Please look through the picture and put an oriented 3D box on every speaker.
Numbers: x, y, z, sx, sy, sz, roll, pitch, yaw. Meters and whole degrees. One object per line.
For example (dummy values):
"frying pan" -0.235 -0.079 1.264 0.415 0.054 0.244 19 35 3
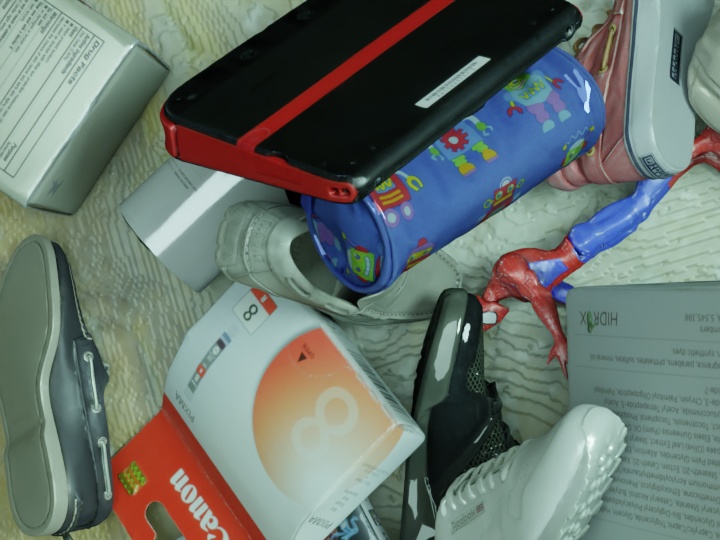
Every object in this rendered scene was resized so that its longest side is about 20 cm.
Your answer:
"speaker" -0.062 -0.080 1.019 0.200 0.081 0.081 -43 85 3

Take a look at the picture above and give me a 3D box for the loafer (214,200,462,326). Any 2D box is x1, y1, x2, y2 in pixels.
"loafer" 0.000 0.000 0.960 0.070 0.199 0.070 10 91 44

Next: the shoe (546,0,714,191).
"shoe" 0.167 -0.145 1.002 0.091 0.071 0.201 -10 60 40

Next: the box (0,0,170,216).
"box" -0.246 -0.144 1.025 0.200 0.109 0.128 35 92 5

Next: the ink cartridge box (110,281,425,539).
"ink cartridge box" -0.079 0.113 0.993 0.200 0.050 0.162 -44 57 5

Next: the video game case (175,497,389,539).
"video game case" -0.054 0.239 1.003 0.200 0.023 0.182 -33 75 16

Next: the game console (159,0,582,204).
"game console" 0.002 -0.109 0.882 0.176 0.031 0.200 21 50 40

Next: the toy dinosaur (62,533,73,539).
"toy dinosaur" -0.136 0.252 0.996 0.200 0.047 0.089 33 116 39

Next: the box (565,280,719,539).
"box" 0.249 0.091 0.891 0.198 0.200 0.172 -1 91 -23

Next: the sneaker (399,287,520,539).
"sneaker" 0.085 0.110 0.996 0.114 0.076 0.201 3 99 1

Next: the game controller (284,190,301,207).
"game controller" 0.039 -0.098 0.984 0.200 0.104 0.042 -40 55 1

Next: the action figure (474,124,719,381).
"action figure" 0.163 0.000 1.001 0.199 0.065 0.099 -30 77 4

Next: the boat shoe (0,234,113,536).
"boat shoe" -0.201 0.077 1.047 0.072 0.063 0.201 -18 72 41

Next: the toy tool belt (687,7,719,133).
"toy tool belt" 0.305 -0.112 0.965 0.200 0.125 0.123 42 49 1

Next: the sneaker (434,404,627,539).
"sneaker" 0.086 0.139 0.896 0.080 0.076 0.200 40 134 18

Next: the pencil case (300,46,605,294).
"pencil case" 0.051 -0.064 0.901 0.200 0.078 0.087 -32 67 -33
